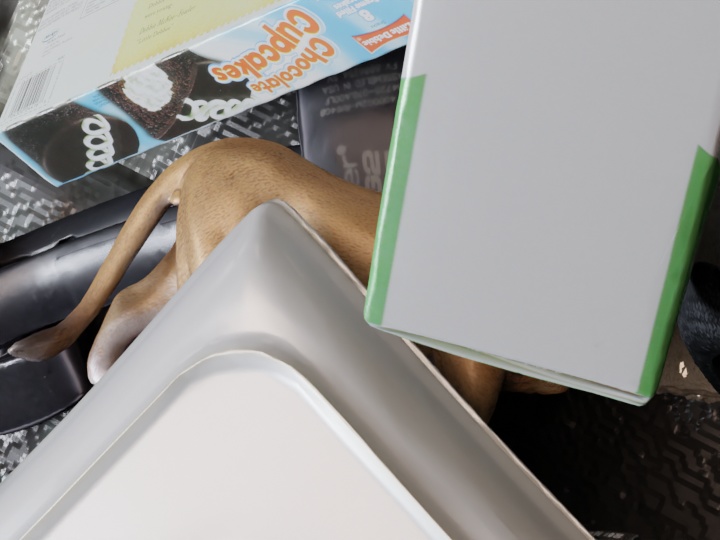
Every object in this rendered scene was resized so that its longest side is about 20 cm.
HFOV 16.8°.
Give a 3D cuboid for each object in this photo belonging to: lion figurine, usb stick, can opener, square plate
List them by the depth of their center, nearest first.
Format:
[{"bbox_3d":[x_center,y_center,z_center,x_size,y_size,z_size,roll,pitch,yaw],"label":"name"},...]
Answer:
[{"bbox_3d":[-0.031,0.116,0.709,0.200,0.028,0.198,-46,77,10],"label":"square plate"},{"bbox_3d":[0.000,0.000,0.755,0.198,0.072,0.123,15,93,-4],"label":"lion figurine"},{"bbox_3d":[0.010,0.004,0.814,0.055,0.033,0.202,-9,79,16],"label":"usb stick"},{"bbox_3d":[-0.093,-0.003,0.895,0.199,0.079,0.064,-24,26,26],"label":"can opener"}]

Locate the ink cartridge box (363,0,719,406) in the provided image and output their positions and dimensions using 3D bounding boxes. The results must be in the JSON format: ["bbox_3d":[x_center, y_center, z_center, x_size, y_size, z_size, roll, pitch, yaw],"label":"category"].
[{"bbox_3d":[0.071,-0.082,0.675,0.083,0.200,0.147,14,121,8],"label":"ink cartridge box"}]

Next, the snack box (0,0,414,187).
[{"bbox_3d":[-0.037,-0.107,0.834,0.199,0.037,0.117,-18,45,44],"label":"snack box"}]

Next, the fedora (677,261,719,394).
[{"bbox_3d":[0.189,0.037,0.682,0.200,0.201,0.092,35,83,28],"label":"fedora"}]

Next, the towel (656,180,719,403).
[{"bbox_3d":[0.082,-0.025,0.820,0.199,0.034,0.134,7,86,28],"label":"towel"}]

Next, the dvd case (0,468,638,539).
[{"bbox_3d":[-0.020,0.141,0.730,0.198,0.022,0.147,5,90,15],"label":"dvd case"}]
